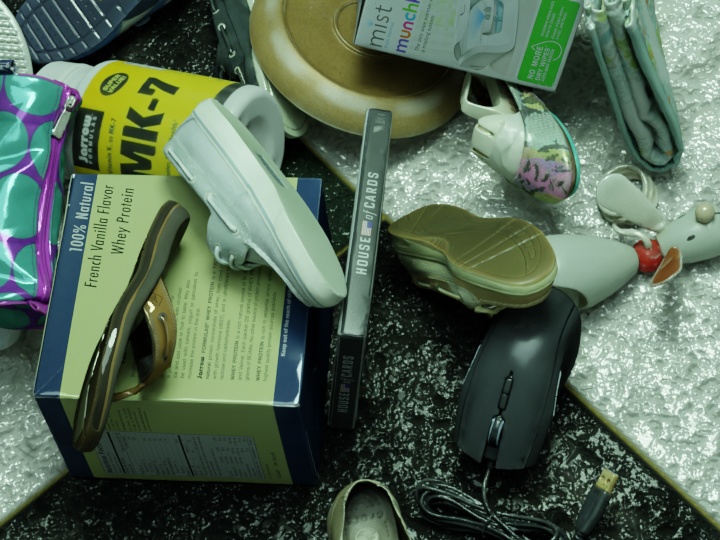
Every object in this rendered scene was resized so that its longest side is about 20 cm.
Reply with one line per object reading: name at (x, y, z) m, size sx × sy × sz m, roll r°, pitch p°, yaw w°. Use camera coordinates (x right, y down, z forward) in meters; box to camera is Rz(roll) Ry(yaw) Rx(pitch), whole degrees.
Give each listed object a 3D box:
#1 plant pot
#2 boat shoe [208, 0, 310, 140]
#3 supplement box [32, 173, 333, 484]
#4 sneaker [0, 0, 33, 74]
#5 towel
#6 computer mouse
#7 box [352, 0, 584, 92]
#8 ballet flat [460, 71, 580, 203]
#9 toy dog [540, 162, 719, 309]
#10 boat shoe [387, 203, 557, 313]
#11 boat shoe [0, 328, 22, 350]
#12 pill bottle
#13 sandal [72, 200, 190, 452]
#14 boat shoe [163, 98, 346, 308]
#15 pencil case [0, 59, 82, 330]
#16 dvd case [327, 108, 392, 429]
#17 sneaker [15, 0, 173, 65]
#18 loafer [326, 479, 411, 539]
plant pot at (0.004, -0.198, 1.694) m, size 0.198 × 0.028 × 0.202 m, roll 10°, pitch 52°, yaw -13°
boat shoe at (-0.096, -0.185, 1.719) m, size 0.066 × 0.074 × 0.201 m, roll -30°, pitch 61°, yaw 25°
supplement box at (-0.128, 0.045, 1.536) m, size 0.198 × 0.135 × 0.202 m, roll 1°, pitch 58°, yaw 6°
sneaker at (-0.361, -0.216, 1.768) m, size 0.075 × 0.105 × 0.201 m, roll -36°, pitch 91°, yaw -22°
towel at (0.216, -0.202, 1.610) m, size 0.048 × 0.201 × 0.172 m, roll -11°, pitch 52°, yaw 14°
computer mouse at (0.132, 0.114, 1.483) m, size 0.139 × 0.046 × 0.201 m, roll 23°, pitch 85°, yaw 17°
box at (0.090, -0.254, 1.665) m, size 0.175 × 0.097 × 0.201 m, roll 13°, pitch 37°, yaw -5°
ballet flat at (0.118, -0.122, 1.627) m, size 0.070 × 0.070 × 0.201 m, roll 8°, pitch 35°, yaw -20°
toy dog at (0.192, -0.021, 1.566) m, size 0.200 × 0.097 × 0.132 m, roll -38°, pitch 62°, yaw -17°
boat shoe at (0.089, 0.000, 1.525) m, size 0.073 × 0.064 × 0.200 m, roll -29°, pitch 24°, yaw -23°
boat shoe at (-0.314, -0.033, 1.630) m, size 0.066 × 0.070 × 0.201 m, roll -18°, pitch 77°, yaw -52°
pill bottle at (-0.173, -0.110, 1.642) m, size 0.198 × 0.115 × 0.115 m, roll 12°, pitch 59°, yaw 24°
sandal at (-0.153, 0.041, 1.429) m, size 0.054 × 0.082 × 0.201 m, roll 24°, pitch 55°, yaw -6°
boat shoe at (-0.081, -0.037, 1.471) m, size 0.071 × 0.070 × 0.201 m, roll -41°, pitch 60°, yaw 11°
pencil case at (-0.266, -0.055, 1.554) m, size 0.092 × 0.085 × 0.202 m, roll -8°, pitch 70°, yaw 31°
dvd case at (0.000, 0.000, 1.541) m, size 0.024 × 0.151 × 0.202 m, roll 7°, pitch 59°, yaw 0°
sneaker at (-0.215, -0.244, 1.767) m, size 0.199 × 0.082 × 0.074 m, roll -31°, pitch 87°, yaw 7°
loafer at (0.014, 0.238, 1.441) m, size 0.075 × 0.068 × 0.201 m, roll -17°, pitch 58°, yaw -5°
